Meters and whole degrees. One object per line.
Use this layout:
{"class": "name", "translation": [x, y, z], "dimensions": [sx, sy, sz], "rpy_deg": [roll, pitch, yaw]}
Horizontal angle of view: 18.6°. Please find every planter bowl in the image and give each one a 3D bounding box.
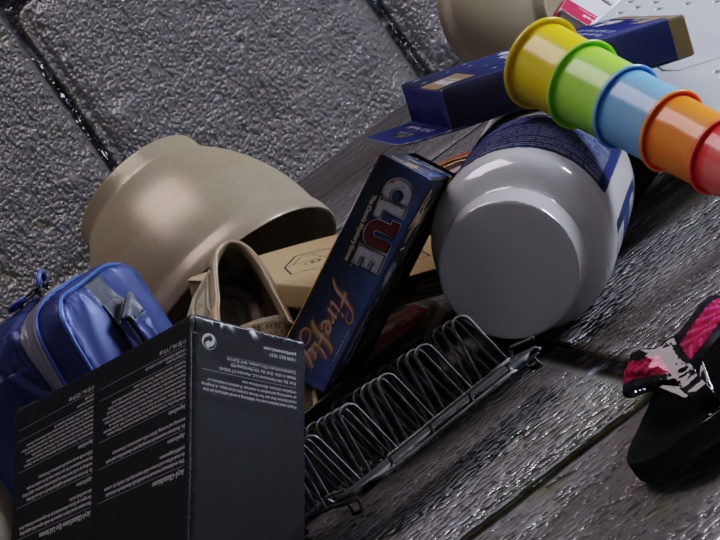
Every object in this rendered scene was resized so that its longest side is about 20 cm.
{"class": "planter bowl", "translation": [0.204, -0.349, 2.710], "dimensions": [0.134, 0.201, 0.200], "rpy_deg": [7, 35, 38]}
{"class": "planter bowl", "translation": [-0.136, -0.020, 1.738], "dimensions": [0.200, 0.135, 0.201], "rpy_deg": [-38, -21, -17]}

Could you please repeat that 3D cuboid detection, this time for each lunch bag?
{"class": "lunch bag", "translation": [-0.175, 0.090, 1.503], "dimensions": [0.132, 0.201, 0.136], "rpy_deg": [-30, 6, 22]}

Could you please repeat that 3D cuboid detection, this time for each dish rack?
{"class": "dish rack", "translation": [0.013, 0.082, 1.217], "dimensions": [0.153, 0.055, 0.200], "rpy_deg": [-39, 2, -19]}

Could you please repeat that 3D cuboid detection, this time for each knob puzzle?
{"class": "knob puzzle", "translation": [-0.018, 0.070, 1.593], "dimensions": [0.219, 0.031, 0.220], "rpy_deg": [-35, 7, 5]}

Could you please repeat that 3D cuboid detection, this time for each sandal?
{"class": "sandal", "translation": [0.144, 0.038, 0.962], "dimensions": [0.075, 0.045, 0.200], "rpy_deg": [-33, 7, 18]}

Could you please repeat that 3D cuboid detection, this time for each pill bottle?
{"class": "pill bottle", "translation": [0.103, -0.028, 1.325], "dimensions": [0.111, 0.111, 0.200], "rpy_deg": [-33, 7, 19]}

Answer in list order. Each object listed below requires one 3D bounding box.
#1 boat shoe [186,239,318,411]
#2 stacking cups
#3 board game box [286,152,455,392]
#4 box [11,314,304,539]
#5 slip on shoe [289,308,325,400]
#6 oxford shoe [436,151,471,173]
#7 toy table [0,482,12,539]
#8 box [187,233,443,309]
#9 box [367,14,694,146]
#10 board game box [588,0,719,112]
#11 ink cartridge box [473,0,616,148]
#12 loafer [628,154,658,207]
{"class": "boat shoe", "translation": [-0.064, 0.058, 1.381], "dimensions": [0.072, 0.065, 0.200], "rpy_deg": [1, 37, -20]}
{"class": "stacking cups", "translation": [0.165, -0.085, 1.277], "dimensions": [0.060, 0.061, 0.200], "rpy_deg": [-37, 43, -14]}
{"class": "board game box", "translation": [0.007, -0.003, 1.317], "dimensions": [0.136, 0.034, 0.200], "rpy_deg": [-63, -5, 6]}
{"class": "box", "translation": [-0.115, 0.125, 1.203], "dimensions": [0.200, 0.079, 0.142], "rpy_deg": [-27, 54, 49]}
{"class": "slip on shoe", "translation": [-0.071, 0.091, 1.472], "dimensions": [0.060, 0.076, 0.200], "rpy_deg": [-23, 25, 20]}
{"class": "oxford shoe", "translation": [0.038, -0.017, 1.788], "dimensions": [0.200, 0.071, 0.073], "rpy_deg": [-43, 14, 14]}
{"class": "toy table", "translation": [-0.247, 0.172, 1.645], "dimensions": [0.200, 0.117, 0.184], "rpy_deg": [-42, 10, -37]}
{"class": "box", "translation": [0.000, 0.000, 1.549], "dimensions": [0.163, 0.021, 0.199], "rpy_deg": [-15, 13, -38]}
{"class": "box", "translation": [0.103, -0.125, 1.424], "dimensions": [0.199, 0.033, 0.121], "rpy_deg": [-19, 9, -9]}
{"class": "board game box", "translation": [0.226, -0.139, 1.491], "dimensions": [0.199, 0.026, 0.200], "rpy_deg": [4, 30, 34]}
{"class": "ink cartridge box", "translation": [0.163, -0.141, 1.716], "dimensions": [0.146, 0.083, 0.200], "rpy_deg": [-60, -2, 21]}
{"class": "loafer", "translation": [0.180, -0.078, 1.530], "dimensions": [0.200, 0.073, 0.072], "rpy_deg": [-48, -21, -49]}
